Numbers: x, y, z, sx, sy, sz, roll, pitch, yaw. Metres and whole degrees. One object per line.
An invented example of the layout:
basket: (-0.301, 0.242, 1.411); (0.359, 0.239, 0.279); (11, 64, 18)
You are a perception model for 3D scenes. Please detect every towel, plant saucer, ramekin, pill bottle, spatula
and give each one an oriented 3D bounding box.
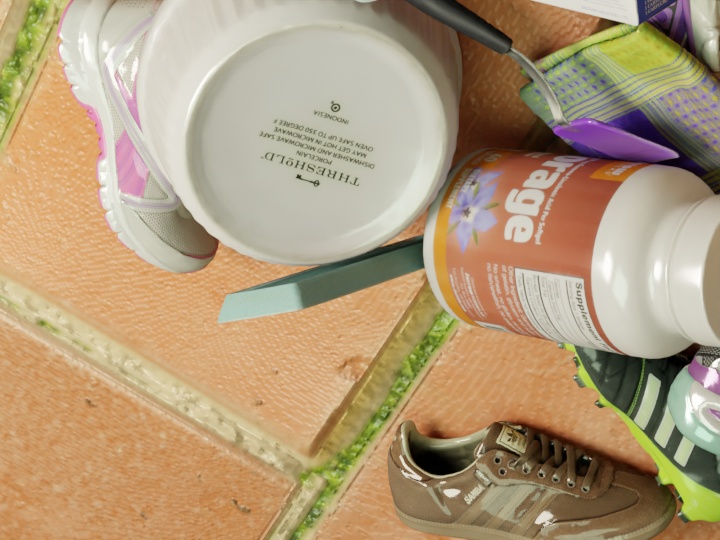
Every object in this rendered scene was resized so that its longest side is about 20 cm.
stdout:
towel: (0.194, -0.063, 1.222); (0.200, 0.023, 0.143); (43, 154, -16)
plant saucer: (0.000, 0.000, 1.271); (0.070, 0.200, 0.019); (-11, 96, 40)
ramekin: (-0.032, -0.095, 1.233); (0.201, 0.094, 0.203); (-4, 120, -7)
pill bottle: (0.143, -0.010, 1.219); (0.199, 0.112, 0.113); (9, 129, 43)
spatula: (0.092, -0.113, 1.182); (0.200, 0.021, 0.056); (36, 165, -14)

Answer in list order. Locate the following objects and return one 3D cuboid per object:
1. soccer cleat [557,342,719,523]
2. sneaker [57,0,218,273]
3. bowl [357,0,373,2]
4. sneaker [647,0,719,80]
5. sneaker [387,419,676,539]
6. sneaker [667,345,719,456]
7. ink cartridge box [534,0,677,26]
soccer cleat: (0.196, 0.076, 1.338); (0.081, 0.068, 0.200); (-33, 110, 16)
sneaker: (-0.121, -0.086, 1.322); (0.088, 0.081, 0.201); (-3, 122, 23)
bowl: (-0.008, -0.250, 1.066); (0.105, 0.201, 0.201); (20, 130, -22)
sneaker: (0.167, -0.182, 1.161); (0.083, 0.081, 0.201); (7, 125, 22)
sneaker: (0.111, 0.142, 1.401); (0.199, 0.071, 0.076); (0, 121, 19)
sneaker: (0.302, 0.067, 1.277); (0.199, 0.078, 0.140); (18, 113, -21)
ink cartridge box: (0.101, -0.186, 1.113); (0.200, 0.094, 0.044); (22, 135, 44)
